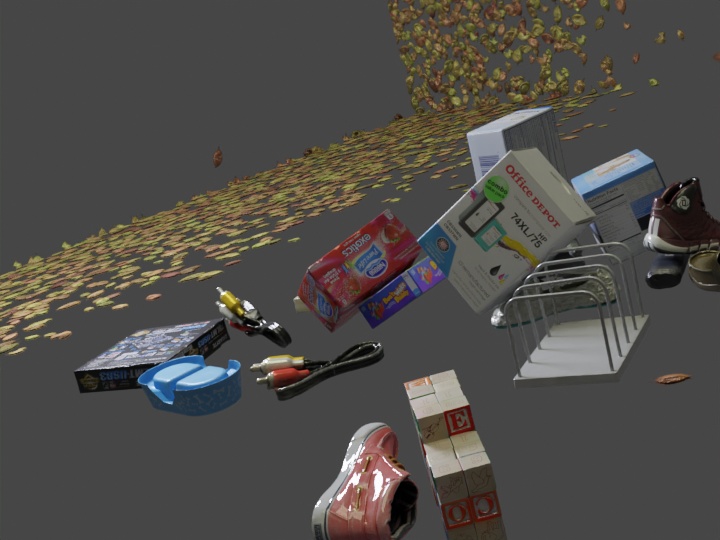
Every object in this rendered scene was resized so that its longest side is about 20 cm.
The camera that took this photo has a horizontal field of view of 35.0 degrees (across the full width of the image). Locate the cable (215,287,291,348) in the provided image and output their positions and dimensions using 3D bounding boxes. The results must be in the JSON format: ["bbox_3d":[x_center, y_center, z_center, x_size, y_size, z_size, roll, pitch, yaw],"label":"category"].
[{"bbox_3d":[-0.183,0.101,1.966,0.050,0.098,0.200,-31,39,-20],"label":"cable"}]

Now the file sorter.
[{"bbox_3d":[0.286,0.056,1.515,0.138,0.126,0.200,-8,16,28],"label":"file sorter"}]

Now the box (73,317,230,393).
[{"bbox_3d":[-0.358,0.147,1.978,0.198,0.050,0.198,-8,14,26],"label":"box"}]

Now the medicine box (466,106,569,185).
[{"bbox_3d":[0.344,-0.239,2.476,0.102,0.184,0.199,1,20,45],"label":"medicine box"}]

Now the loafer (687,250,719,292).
[{"bbox_3d":[0.528,-0.006,1.619,0.075,0.068,0.200,-17,14,-11],"label":"loafer"}]

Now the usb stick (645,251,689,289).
[{"bbox_3d":[0.484,-0.017,1.781,0.055,0.033,0.200,-9,15,25],"label":"usb stick"}]

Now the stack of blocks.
[{"bbox_3d":[0.097,0.194,1.193,0.058,0.116,0.200,-15,14,0],"label":"stack of blocks"}]

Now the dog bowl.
[{"bbox_3d":[-0.258,0.178,1.755,0.111,0.050,0.199,-26,17,-38],"label":"dog bowl"}]

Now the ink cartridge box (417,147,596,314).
[{"bbox_3d":[0.219,-0.062,1.693,0.200,0.147,0.146,-45,-12,22],"label":"ink cartridge box"}]

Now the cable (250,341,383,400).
[{"bbox_3d":[-0.060,0.138,1.674,0.198,0.051,0.097,-16,19,-5],"label":"cable"}]

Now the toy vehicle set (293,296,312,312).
[{"bbox_3d":[-0.020,0.027,2.143,0.123,0.027,0.200,-5,17,35],"label":"toy vehicle set"}]

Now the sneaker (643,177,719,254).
[{"bbox_3d":[0.529,-0.083,1.737,0.198,0.117,0.076,1,6,-19],"label":"sneaker"}]

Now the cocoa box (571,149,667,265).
[{"bbox_3d":[0.442,-0.111,1.908,0.133,0.132,0.200,-25,8,10],"label":"cocoa box"}]

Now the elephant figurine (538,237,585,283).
[{"bbox_3d":[0.256,-0.011,1.857,0.199,0.155,0.142,-23,56,8],"label":"elephant figurine"}]

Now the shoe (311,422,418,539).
[{"bbox_3d":[0.026,0.230,1.231,0.090,0.072,0.200,-7,21,24],"label":"shoe"}]

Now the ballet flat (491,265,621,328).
[{"bbox_3d":[0.290,0.034,1.720,0.198,0.072,0.072,-13,14,9],"label":"ballet flat"}]

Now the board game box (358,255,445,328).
[{"bbox_3d":[0.102,0.014,1.919,0.134,0.045,0.200,-38,-4,40],"label":"board game box"}]

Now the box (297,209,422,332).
[{"bbox_3d":[0.000,0.000,1.938,0.200,0.096,0.100,-37,-13,-29],"label":"box"}]
